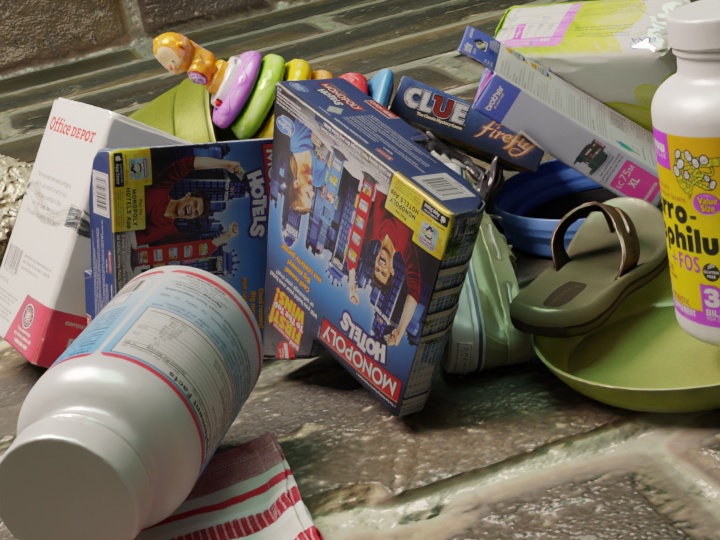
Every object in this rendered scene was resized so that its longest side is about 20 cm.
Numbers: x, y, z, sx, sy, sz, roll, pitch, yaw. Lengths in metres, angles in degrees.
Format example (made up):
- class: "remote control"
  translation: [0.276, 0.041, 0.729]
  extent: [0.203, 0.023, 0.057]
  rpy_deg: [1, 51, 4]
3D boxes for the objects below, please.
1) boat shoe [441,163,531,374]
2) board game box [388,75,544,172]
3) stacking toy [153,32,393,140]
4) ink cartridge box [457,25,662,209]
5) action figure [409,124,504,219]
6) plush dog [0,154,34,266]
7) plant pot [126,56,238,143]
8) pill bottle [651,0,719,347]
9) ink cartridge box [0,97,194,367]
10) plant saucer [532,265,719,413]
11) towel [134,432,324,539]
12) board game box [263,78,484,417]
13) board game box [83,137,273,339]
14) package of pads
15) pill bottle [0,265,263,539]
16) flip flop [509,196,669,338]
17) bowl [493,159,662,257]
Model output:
- class: "boat shoe"
  translation: [0.084, -0.001, 0.945]
  extent: [0.062, 0.072, 0.200]
  rpy_deg: [3, 47, -7]
- class: "board game box"
  translation: [0.091, -0.129, 1.155]
  extent: [0.135, 0.035, 0.200]
  rpy_deg: [22, 4, -2]
- class: "stacking toy"
  translation: [-0.082, -0.144, 1.063]
  extent: [0.200, 0.110, 0.116]
  rpy_deg: [25, -21, -17]
- class: "ink cartridge box"
  translation: [0.160, -0.126, 1.037]
  extent: [0.200, 0.042, 0.119]
  rpy_deg: [32, 23, -4]
- class: "action figure"
  translation: [0.061, -0.057, 1.092]
  extent: [0.102, 0.119, 0.200]
  rpy_deg: [16, 10, -9]
- class: "plush dog"
  translation: [-0.338, -0.059, 1.323]
  extent: [0.171, 0.161, 0.200]
  rpy_deg: [12, 20, -2]
- class: "plant pot"
  translation: [-0.176, -0.070, 1.189]
  extent: [0.192, 0.201, 0.200]
  rpy_deg: [-19, 17, 16]
- class: "pill bottle"
  translation: [0.233, -0.061, 0.771]
  extent: [0.104, 0.201, 0.104]
  rpy_deg: [-11, 19, 4]
- class: "ink cartridge box"
  translation: [-0.220, -0.028, 1.033]
  extent: [0.084, 0.201, 0.145]
  rpy_deg: [17, 2, -33]
- class: "plant saucer"
  translation: [0.214, 0.045, 0.835]
  extent: [0.199, 0.031, 0.200]
  rpy_deg: [-12, 19, 4]
- class: "towel"
  translation: [-0.096, 0.158, 0.722]
  extent: [0.144, 0.023, 0.200]
  rpy_deg: [-17, 20, -10]
- class: "board game box"
  translation: [0.000, 0.000, 0.881]
  extent: [0.062, 0.200, 0.200]
  rpy_deg: [-9, 36, -36]
- class: "board game box"
  translation: [-0.108, -0.002, 0.982]
  extent: [0.199, 0.201, 0.062]
  rpy_deg: [-8, 15, -34]
- class: "package of pads"
  translation: [0.222, -0.166, 1.110]
  extent: [0.200, 0.155, 0.068]
  rpy_deg: [9, 62, 45]
- class: "pill bottle"
  translation: [-0.134, 0.083, 0.756]
  extent: [0.108, 0.109, 0.200]
  rpy_deg: [-6, 22, 17]
- class: "flip flop"
  translation: [0.162, -0.015, 0.900]
  extent: [0.081, 0.058, 0.200]
  rpy_deg: [2, 23, 35]
- class: "bowl"
  translation: [0.216, -0.061, 1.117]
  extent: [0.200, 0.039, 0.201]
  rpy_deg: [-11, 20, 4]
